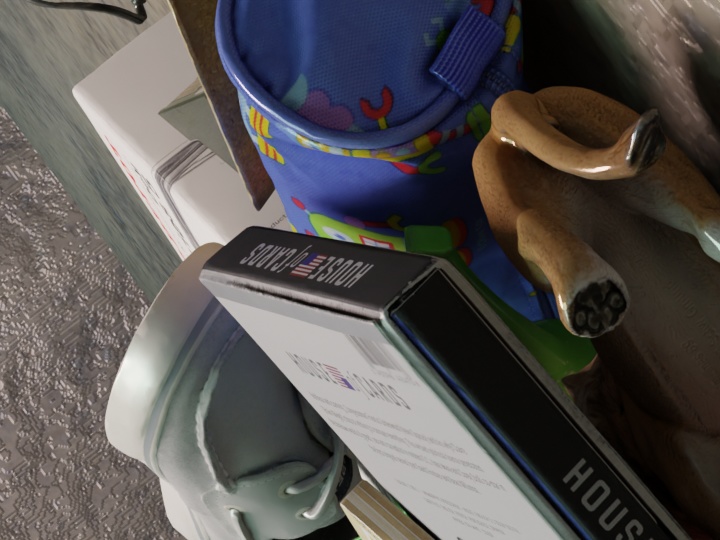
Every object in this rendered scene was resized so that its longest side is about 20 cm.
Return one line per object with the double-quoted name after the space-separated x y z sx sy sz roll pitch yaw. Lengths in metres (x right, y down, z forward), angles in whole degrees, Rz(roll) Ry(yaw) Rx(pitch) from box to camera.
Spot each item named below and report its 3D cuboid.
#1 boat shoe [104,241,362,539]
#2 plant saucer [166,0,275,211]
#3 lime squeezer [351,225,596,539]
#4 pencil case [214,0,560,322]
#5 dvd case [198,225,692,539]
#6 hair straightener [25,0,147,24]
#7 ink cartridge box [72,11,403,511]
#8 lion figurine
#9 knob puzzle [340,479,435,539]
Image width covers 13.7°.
-0.031 0.056 0.943 0.068 0.072 0.200 27 157 15 "boat shoe"
-0.052 -0.116 0.861 0.200 0.035 0.201 158 90 -89 "plant saucer"
0.033 0.047 0.831 0.200 0.070 0.038 107 145 -58 "lime squeezer"
0.019 -0.025 0.816 0.087 0.078 0.200 21 160 21 "pencil case"
0.050 0.071 0.728 0.200 0.025 0.150 50 168 -15 "dvd case"
-0.158 -0.177 1.238 0.200 0.077 0.041 53 171 -1 "hair straightener"
0.000 0.000 1.037 0.200 0.084 0.146 43 167 52 "ink cartridge box"
0.070 0.008 0.703 0.123 0.072 0.200 55 171 49 "lion figurine"
0.075 0.161 0.816 0.220 0.030 0.220 44 169 10 "knob puzzle"
